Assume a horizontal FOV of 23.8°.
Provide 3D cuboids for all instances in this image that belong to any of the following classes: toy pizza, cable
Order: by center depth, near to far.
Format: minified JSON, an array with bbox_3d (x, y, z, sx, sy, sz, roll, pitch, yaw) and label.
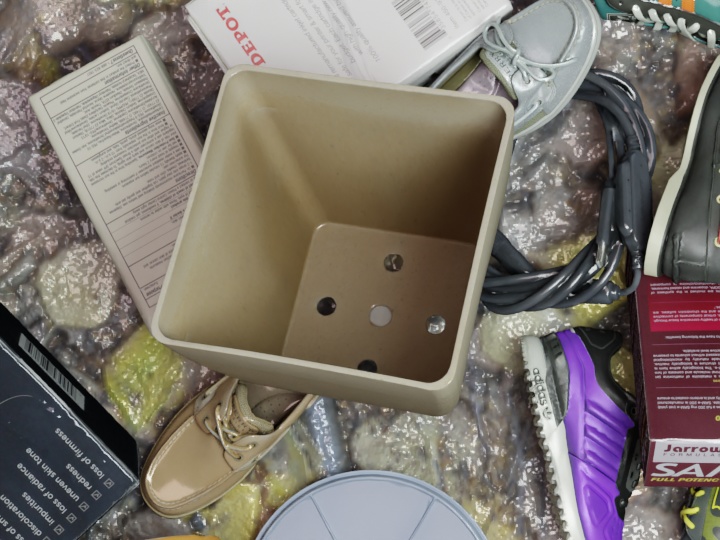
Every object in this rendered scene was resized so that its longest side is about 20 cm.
[{"bbox_3d":[0.138,-0.064,1.262,0.162,0.051,0.201,-12,68,29],"label":"cable"},{"bbox_3d":[0.009,0.250,1.278,0.199,0.032,0.202,0,86,4],"label":"toy pizza"}]

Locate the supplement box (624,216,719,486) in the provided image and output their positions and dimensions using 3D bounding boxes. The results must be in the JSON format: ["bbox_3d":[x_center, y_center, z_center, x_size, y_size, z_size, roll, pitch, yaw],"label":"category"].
[{"bbox_3d":[0.247,0.054,1.207,0.108,0.061,0.201,0,49,4],"label":"supplement box"}]

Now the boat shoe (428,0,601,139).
[{"bbox_3d":[0.088,-0.125,1.234,0.202,0.065,0.075,-38,74,21],"label":"boat shoe"}]

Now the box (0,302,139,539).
[{"bbox_3d":[-0.297,0.136,1.236,0.196,0.124,0.200,-43,102,-1],"label":"box"}]

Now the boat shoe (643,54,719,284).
[{"bbox_3d":[0.257,-0.072,1.229,0.063,0.074,0.202,11,54,16],"label":"boat shoe"}]

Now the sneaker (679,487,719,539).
[{"bbox_3d":[0.269,0.165,1.245,0.084,0.074,0.201,-13,86,3],"label":"sneaker"}]

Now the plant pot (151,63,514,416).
[{"bbox_3d":[0.000,0.000,1.162,0.199,0.177,0.201,9,70,16],"label":"plant pot"}]

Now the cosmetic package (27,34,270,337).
[{"bbox_3d":[-0.153,-0.060,1.276,0.103,0.087,0.201,-27,85,1],"label":"cosmetic package"}]

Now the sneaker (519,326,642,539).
[{"bbox_3d":[0.184,0.136,1.254,0.099,0.070,0.201,-13,87,0],"label":"sneaker"}]

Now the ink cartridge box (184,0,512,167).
[{"bbox_3d":[-0.008,-0.188,1.276,0.200,0.083,0.147,-35,85,1],"label":"ink cartridge box"}]

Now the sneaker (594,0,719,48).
[{"bbox_3d":[0.221,-0.205,1.273,0.200,0.071,0.080,38,91,13],"label":"sneaker"}]

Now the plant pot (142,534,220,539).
[{"bbox_3d":[-0.146,0.291,1.214,0.199,0.200,0.184,-12,74,3],"label":"plant pot"}]

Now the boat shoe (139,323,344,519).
[{"bbox_3d":[-0.090,0.107,1.275,0.200,0.065,0.071,-44,85,0],"label":"boat shoe"}]
